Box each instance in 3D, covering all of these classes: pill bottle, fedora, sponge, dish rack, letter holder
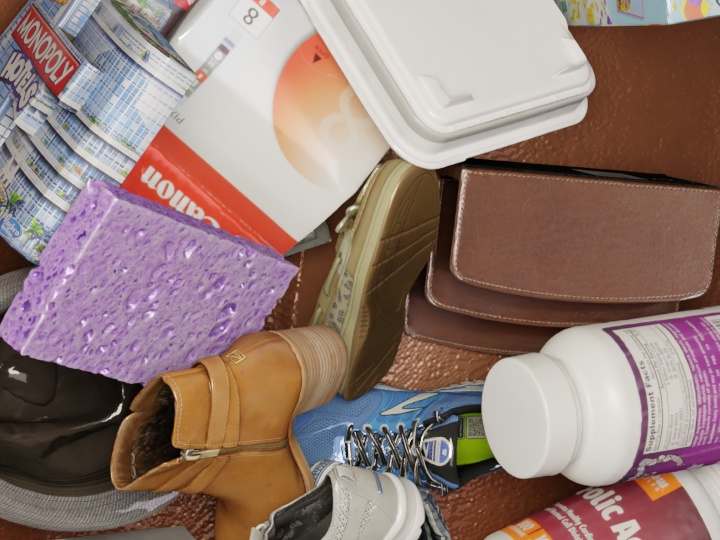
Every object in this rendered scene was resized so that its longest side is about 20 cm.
[{"bbox_3d":[0.189,0.089,1.506,0.199,0.112,0.113,-7,98,-28],"label":"pill bottle"},{"bbox_3d":[-0.202,0.079,1.446,0.199,0.090,0.178,7,95,-25],"label":"fedora"},{"bbox_3d":[-0.128,0.017,1.342,0.112,0.030,0.200,-57,147,7],"label":"sponge"},{"bbox_3d":[0.198,0.204,1.576,0.199,0.114,0.115,-24,103,-14],"label":"pill bottle"},{"bbox_3d":[0.067,-0.164,1.462,0.200,0.044,0.172,-19,71,-43],"label":"dish rack"},{"bbox_3d":[0.141,-0.002,1.545,0.199,0.101,0.143,4,96,-18],"label":"letter holder"}]

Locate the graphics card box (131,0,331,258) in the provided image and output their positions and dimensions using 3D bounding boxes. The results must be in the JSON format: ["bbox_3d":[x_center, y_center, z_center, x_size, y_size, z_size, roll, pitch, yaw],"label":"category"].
[{"bbox_3d":[-0.107,-0.096,1.480,0.125,0.051,0.201,-18,102,-16],"label":"graphics card box"}]

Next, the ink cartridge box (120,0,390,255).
[{"bbox_3d":[-0.083,-0.083,1.436,0.162,0.050,0.200,41,77,-19],"label":"ink cartridge box"}]

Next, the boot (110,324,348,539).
[{"bbox_3d":[-0.094,0.128,1.392,0.155,0.077,0.201,-15,140,-46],"label":"boot"}]

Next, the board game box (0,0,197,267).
[{"bbox_3d":[-0.177,-0.125,1.354,0.062,0.200,0.200,31,98,-29],"label":"board game box"}]

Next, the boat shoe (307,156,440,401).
[{"bbox_3d":[0.000,0.000,1.468,0.073,0.063,0.201,-26,144,-43],"label":"boat shoe"}]

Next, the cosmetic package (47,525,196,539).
[{"bbox_3d":[-0.206,0.215,1.465,0.199,0.083,0.051,-4,97,-17],"label":"cosmetic package"}]

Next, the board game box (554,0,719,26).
[{"bbox_3d":[0.207,-0.226,1.489,0.103,0.200,0.105,-11,100,-16],"label":"board game box"}]

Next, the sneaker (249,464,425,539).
[{"bbox_3d":[-0.054,0.191,1.409,0.082,0.075,0.200,33,109,-36],"label":"sneaker"}]

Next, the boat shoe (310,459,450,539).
[{"bbox_3d":[0.016,0.224,1.497,0.071,0.091,0.201,-49,140,-41],"label":"boat shoe"}]

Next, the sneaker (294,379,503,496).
[{"bbox_3d":[0.032,0.117,1.527,0.199,0.089,0.079,-7,98,-15],"label":"sneaker"}]
